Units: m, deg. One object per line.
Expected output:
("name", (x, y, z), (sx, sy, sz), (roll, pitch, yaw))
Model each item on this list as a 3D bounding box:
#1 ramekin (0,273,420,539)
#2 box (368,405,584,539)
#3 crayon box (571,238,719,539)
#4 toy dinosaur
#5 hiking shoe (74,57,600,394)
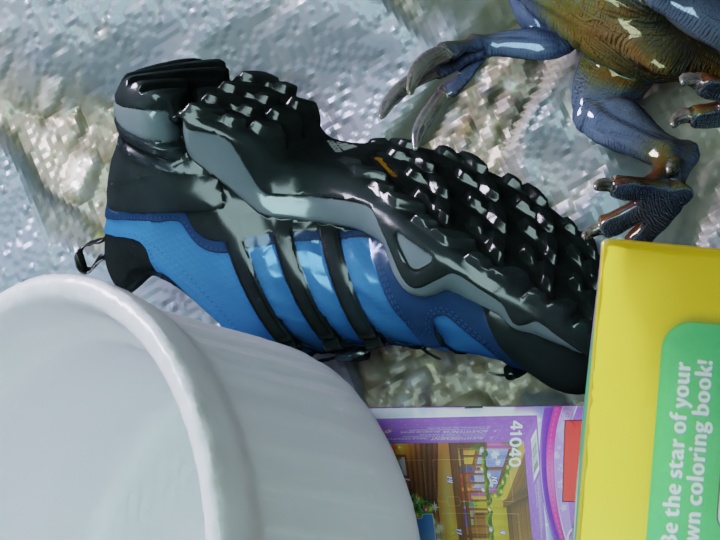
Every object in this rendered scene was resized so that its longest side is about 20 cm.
("ramekin", (-0.070, 0.107, 0.801), (0.200, 0.097, 0.202), (-14, 70, 46))
("box", (0.036, 0.145, 0.816), (0.136, 0.039, 0.202), (-2, 79, 23))
("crayon box", (0.147, 0.100, 0.746), (0.171, 0.058, 0.202), (5, 81, 7))
("toy dinosaur", (0.070, -0.087, 0.845), (0.105, 0.199, 0.182), (-64, 33, 32))
("hiking shoe", (0.000, 0.000, 0.854), (0.199, 0.074, 0.087), (27, 118, 21))
